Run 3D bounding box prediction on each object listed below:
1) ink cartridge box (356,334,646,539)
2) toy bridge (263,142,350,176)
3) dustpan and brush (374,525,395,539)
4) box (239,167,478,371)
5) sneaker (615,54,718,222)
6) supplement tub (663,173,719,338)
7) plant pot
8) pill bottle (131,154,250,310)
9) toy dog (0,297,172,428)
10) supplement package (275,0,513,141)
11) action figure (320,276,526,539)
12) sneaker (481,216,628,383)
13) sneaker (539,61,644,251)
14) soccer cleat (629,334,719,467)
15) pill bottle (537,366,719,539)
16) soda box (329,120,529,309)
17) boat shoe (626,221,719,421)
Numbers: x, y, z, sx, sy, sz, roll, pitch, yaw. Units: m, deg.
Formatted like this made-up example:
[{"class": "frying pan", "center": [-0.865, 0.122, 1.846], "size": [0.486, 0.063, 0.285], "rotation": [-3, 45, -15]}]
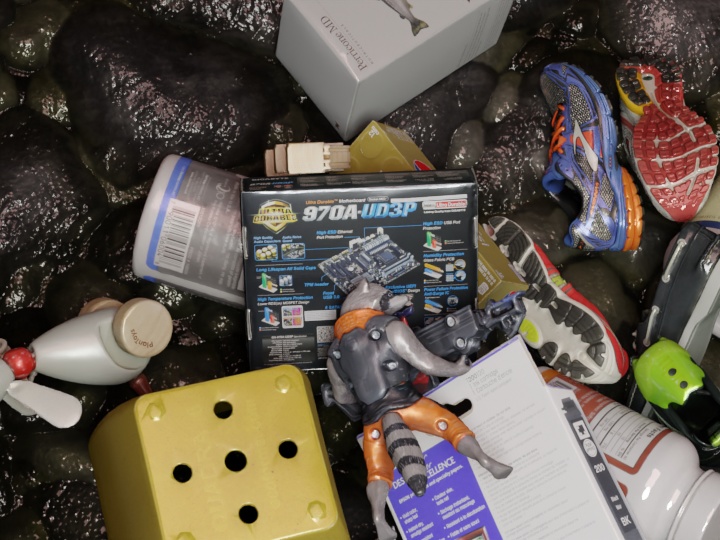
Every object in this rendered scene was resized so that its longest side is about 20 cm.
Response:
[{"class": "ink cartridge box", "center": [0.112, 0.182, 1.338], "size": [0.043, 0.197, 0.202], "rotation": [-8, 69, -53]}, {"class": "toy bridge", "center": [-0.044, -0.099, 1.439], "size": [0.066, 0.200, 0.028], "rotation": [-3, 93, -9]}, {"class": "dustpan and brush", "center": [0.033, 0.259, 1.282], "size": [0.057, 0.200, 0.141], "rotation": [-23, 69, 13]}, {"class": "box", "center": [0.000, 0.000, 1.359], "size": [0.198, 0.046, 0.161], "rotation": [-3, 110, -3]}, {"class": "sneaker", "center": [0.288, -0.115, 1.525], "size": [0.077, 0.083, 0.201], "rotation": [-6, 43, 4]}, {"class": "supplement tub", "center": [0.386, -0.042, 1.499], "size": [0.144, 0.145, 0.200], "rotation": [36, 67, 8]}, {"class": "plant pot", "center": [-0.105, 0.179, 1.313], "size": [0.198, 0.177, 0.202], "rotation": [-11, 69, -13]}, {"class": "pill bottle", "center": [-0.092, -0.021, 1.436], "size": [0.198, 0.114, 0.115], "rotation": [17, 65, -1]}, {"class": "toy dog", "center": [-0.247, 0.094, 1.375], "size": [0.198, 0.132, 0.097], "rotation": [-21, 102, -9]}, {"class": "supplement package", "center": [0.033, -0.239, 1.547], "size": [0.199, 0.118, 0.117], "rotation": [-35, 76, -20]}, {"class": "action figure", "center": [0.046, 0.086, 1.282], "size": [0.199, 0.104, 0.195], "rotation": [-35, 65, 20]}, {"class": "sneaker", "center": [0.169, 0.034, 1.480], "size": [0.077, 0.085, 0.200], "rotation": [-47, 56, 16]}, {"class": "sneaker", "center": [0.205, -0.108, 1.543], "size": [0.078, 0.075, 0.202], "rotation": [-13, 67, -10]}, {"class": "soccer cleat", "center": [0.292, 0.130, 1.394], "size": [0.067, 0.200, 0.081], "rotation": [-41, 46, 4]}, {"class": "pill bottle", "center": [0.211, 0.171, 1.368], "size": [0.199, 0.113, 0.112], "rotation": [27, 64, 27]}, {"class": "soda box", "center": [0.060, -0.039, 1.466], "size": [0.068, 0.064, 0.201], "rotation": [-45, 65, 19]}, {"class": "boat shoe", "center": [0.275, 0.049, 1.432], "size": [0.060, 0.201, 0.075], "rotation": [35, 28, 24]}]
